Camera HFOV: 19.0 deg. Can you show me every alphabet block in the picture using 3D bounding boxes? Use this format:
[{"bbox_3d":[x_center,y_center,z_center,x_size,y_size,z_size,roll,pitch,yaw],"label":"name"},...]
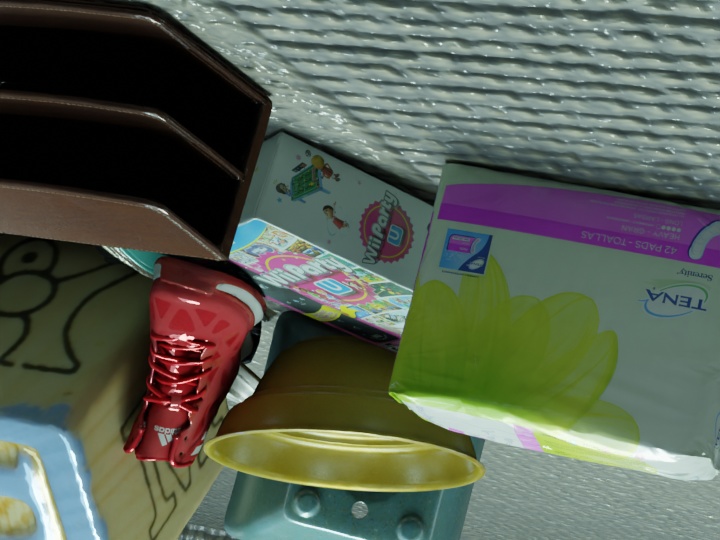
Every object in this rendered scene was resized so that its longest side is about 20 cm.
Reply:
[{"bbox_3d":[-0.228,0.110,1.577,0.194,0.200,0.197,9,130,22],"label":"alphabet block"}]

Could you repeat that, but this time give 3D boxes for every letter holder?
[{"bbox_3d":[-0.177,-0.085,1.229,0.199,0.101,0.142,7,163,31],"label":"letter holder"}]

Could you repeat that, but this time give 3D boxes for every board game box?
[{"bbox_3d":[-0.008,-0.011,1.398,0.199,0.065,0.147,25,161,-23],"label":"board game box"}]

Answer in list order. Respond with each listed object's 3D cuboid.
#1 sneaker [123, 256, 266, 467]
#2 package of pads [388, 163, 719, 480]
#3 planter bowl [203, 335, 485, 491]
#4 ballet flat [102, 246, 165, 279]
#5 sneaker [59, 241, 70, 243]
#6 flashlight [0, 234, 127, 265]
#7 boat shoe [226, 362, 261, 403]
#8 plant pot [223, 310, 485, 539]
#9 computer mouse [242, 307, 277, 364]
[{"bbox_3d":[-0.115,0.072,1.451,0.078,0.116,0.200,15,162,10],"label":"sneaker"},{"bbox_3d":[0.127,0.032,1.255,0.199,0.155,0.068,10,166,19],"label":"package of pads"},{"bbox_3d":[-0.008,0.097,1.525,0.199,0.084,0.200,4,164,1],"label":"planter bowl"},{"bbox_3d":[-0.177,-0.057,1.455,0.200,0.068,0.075,35,178,-43],"label":"ballet flat"},{"bbox_3d":[-0.253,-0.003,1.687,0.075,0.089,0.200,23,164,-25],"label":"sneaker"},{"bbox_3d":[-0.233,-0.038,1.562,0.199,0.068,0.068,10,158,23],"label":"flashlight"},{"bbox_3d":[-0.162,0.073,1.720,0.199,0.069,0.071,26,165,27],"label":"boat shoe"},{"bbox_3d":[0.006,0.147,1.715,0.195,0.197,0.200,15,177,-2],"label":"plant pot"},{"bbox_3d":[-0.117,0.020,1.696,0.138,0.053,0.200,29,167,11],"label":"computer mouse"}]
